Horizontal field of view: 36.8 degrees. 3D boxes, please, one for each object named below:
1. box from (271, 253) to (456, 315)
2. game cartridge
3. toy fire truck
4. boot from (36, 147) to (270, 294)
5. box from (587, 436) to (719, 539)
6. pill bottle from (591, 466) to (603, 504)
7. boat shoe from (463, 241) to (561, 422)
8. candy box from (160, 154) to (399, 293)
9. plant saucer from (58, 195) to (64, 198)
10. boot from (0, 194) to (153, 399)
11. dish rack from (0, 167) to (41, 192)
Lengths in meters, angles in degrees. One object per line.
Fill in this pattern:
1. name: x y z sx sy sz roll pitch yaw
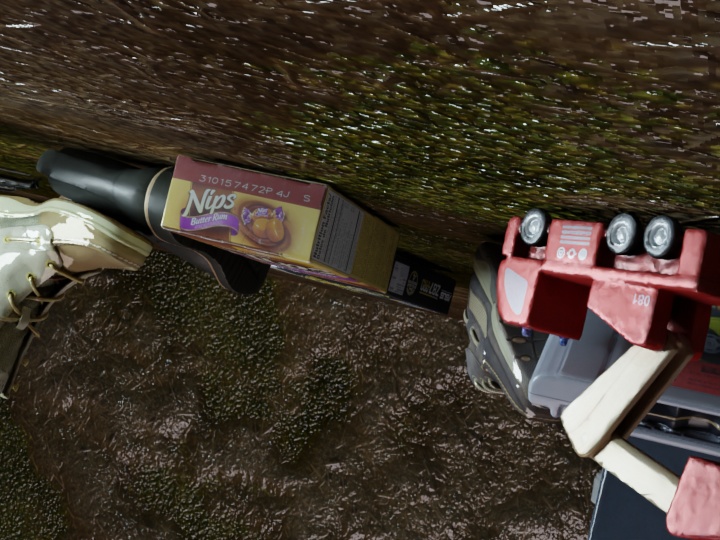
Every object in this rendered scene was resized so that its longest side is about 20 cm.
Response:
1. box: 0.000 0.000 1.197 0.159 0.050 0.199 15 178 25
2. game cartridge: 0.209 0.051 0.628 0.196 0.042 0.133 11 -147 20
3. toy fire truck: 0.137 0.047 0.540 0.048 0.144 0.199 15 177 -34
4. boot: -0.161 -0.049 0.900 0.136 0.079 0.200 17 165 23
5. box: 0.263 0.121 0.820 0.115 0.201 0.199 13 177 23
6. pill bottle: 0.297 0.147 1.107 0.110 0.204 0.112 12 177 1
7. boat shoe: 0.112 0.052 0.742 0.073 0.075 0.201 13 -156 -5
8. candy box: -0.052 -0.030 0.808 0.115 0.058 0.200 13 176 18
9. plant saucer: -0.209 -0.063 1.113 0.196 0.035 0.200 14 177 1
10. boot: -0.255 0.024 0.840 0.197 0.157 0.072 7 160 38
11. dish rack: -0.354 -0.103 0.855 0.197 0.056 0.153 13 179 -29
